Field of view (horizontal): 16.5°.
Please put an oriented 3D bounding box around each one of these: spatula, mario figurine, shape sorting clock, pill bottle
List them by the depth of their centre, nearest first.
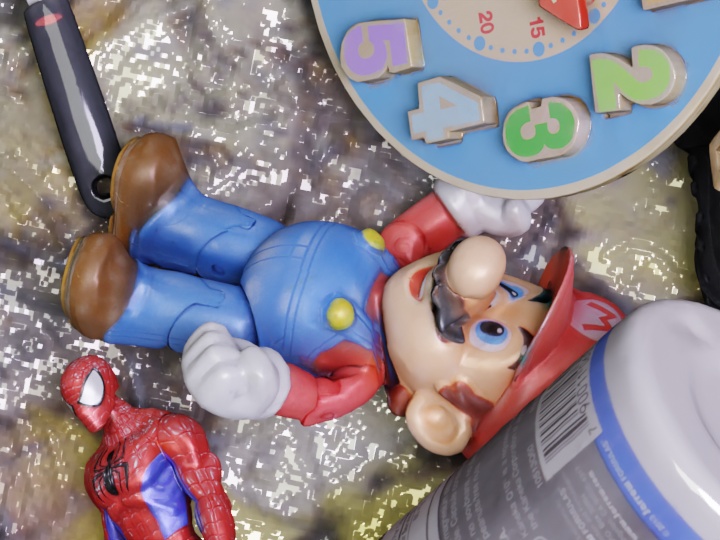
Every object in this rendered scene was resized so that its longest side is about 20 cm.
[{"bbox_3d":[0.067,0.111,0.833,0.114,0.114,0.200,48,120,6],"label":"pill bottle"},{"bbox_3d":[0.054,-0.124,0.847,0.199,0.039,0.201,2,93,37],"label":"shape sorting clock"},{"bbox_3d":[0.000,0.000,0.881,0.199,0.106,0.124,14,87,8],"label":"mario figurine"},{"bbox_3d":[-0.124,-0.115,0.939,0.056,0.021,0.201,-17,87,1],"label":"spatula"}]

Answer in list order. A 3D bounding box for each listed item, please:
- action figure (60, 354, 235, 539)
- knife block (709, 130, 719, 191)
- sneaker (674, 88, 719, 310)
[{"bbox_3d":[-0.060,0.122,0.905,0.065,0.052,0.201,-30,82,38],"label":"action figure"},{"bbox_3d":[0.238,-0.037,0.827,0.176,0.064,0.200,48,55,8],"label":"knife block"},{"bbox_3d":[0.139,-0.027,0.884,0.088,0.076,0.200,-45,76,19],"label":"sneaker"}]
